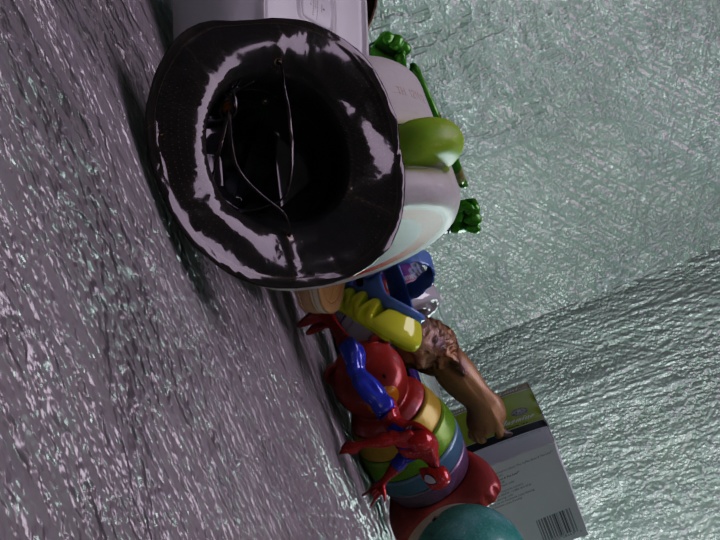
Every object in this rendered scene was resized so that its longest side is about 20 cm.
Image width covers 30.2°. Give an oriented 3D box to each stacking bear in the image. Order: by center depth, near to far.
[{"bbox_3d":[0.038,0.156,1.335,0.201,0.121,0.114,59,1,-28],"label":"stacking bear"}]

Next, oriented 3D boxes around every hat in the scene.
[{"bbox_3d":[-0.067,-0.071,0.895,0.081,0.199,0.203,-23,-93,53],"label":"hat"}]

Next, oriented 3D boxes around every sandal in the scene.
[{"bbox_3d":[0.000,0.000,1.239,0.199,0.088,0.079,29,-4,38],"label":"sandal"}]

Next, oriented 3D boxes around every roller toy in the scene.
[{"bbox_3d":[-0.026,-0.078,1.047,0.183,0.198,0.141,92,-20,-73],"label":"roller toy"}]

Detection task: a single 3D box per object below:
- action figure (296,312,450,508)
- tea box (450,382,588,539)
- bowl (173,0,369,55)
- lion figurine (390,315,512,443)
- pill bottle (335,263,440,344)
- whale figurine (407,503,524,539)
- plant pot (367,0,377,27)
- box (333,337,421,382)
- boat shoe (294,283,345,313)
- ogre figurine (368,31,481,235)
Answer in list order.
[{"bbox_3d":[-0.002,0.138,1.236,0.200,0.099,0.065,48,1,16],"label":"action figure"},{"bbox_3d":[0.148,0.258,1.621,0.197,0.198,0.135,-97,165,-73],"label":"tea box"},{"bbox_3d":[-0.062,-0.215,1.142,0.199,0.074,0.202,22,59,-45],"label":"bowl"},{"bbox_3d":[0.104,0.118,1.402,0.200,0.073,0.122,40,-7,-10],"label":"lion figurine"},{"bbox_3d":[-0.008,-0.023,1.431,0.201,0.111,0.111,58,1,16],"label":"pill bottle"},{"bbox_3d":[0.124,0.321,1.278,0.103,0.158,0.202,-10,-70,57],"label":"whale figurine"},{"bbox_3d":[-0.079,-0.271,1.558,0.200,0.185,0.189,100,-28,-69],"label":"plant pot"},{"bbox_3d":[0.034,0.147,1.527,0.142,0.078,0.201,69,3,-46],"label":"box"},{"bbox_3d":[-0.064,-0.053,1.195,0.074,0.068,0.202,19,57,-64],"label":"boat shoe"},{"bbox_3d":[0.026,-0.110,1.256,0.098,0.119,0.201,-111,176,-55],"label":"ogre figurine"}]
